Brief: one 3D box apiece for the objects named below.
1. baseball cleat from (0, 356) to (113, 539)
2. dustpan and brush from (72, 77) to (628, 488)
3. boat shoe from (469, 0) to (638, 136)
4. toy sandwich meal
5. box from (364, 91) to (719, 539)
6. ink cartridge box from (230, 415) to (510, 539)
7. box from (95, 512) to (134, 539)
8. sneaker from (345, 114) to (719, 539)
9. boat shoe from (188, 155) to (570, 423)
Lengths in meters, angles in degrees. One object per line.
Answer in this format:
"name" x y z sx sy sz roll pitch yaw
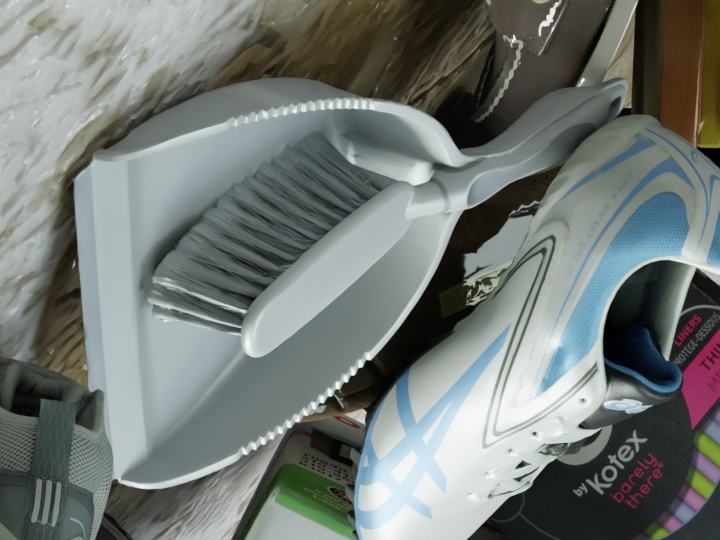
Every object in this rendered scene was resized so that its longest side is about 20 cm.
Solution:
"baseball cleat" -0.111 0.087 0.814 0.200 0.069 0.107 146 -41 -62
"dustpan and brush" 0.005 -0.019 0.834 0.200 0.057 0.140 -38 145 -34
"boat shoe" 0.068 -0.114 0.871 0.200 0.059 0.072 116 -14 -51
"toy sandwich meal" 0.122 -0.094 0.980 0.205 0.070 0.206 180 -90 -82
"box" 0.087 0.042 1.045 0.122 0.200 0.106 -52 166 7
"ink cartridge box" 0.018 0.131 1.070 0.084 0.144 0.200 -64 -179 7
"box" -0.145 0.182 1.001 0.200 0.050 0.199 -48 166 -9
"sneaker" 0.059 0.039 0.892 0.072 0.073 0.200 -13 145 -48
"boat shoe" 0.000 0.000 0.937 0.199 0.076 0.072 -15 117 -34
